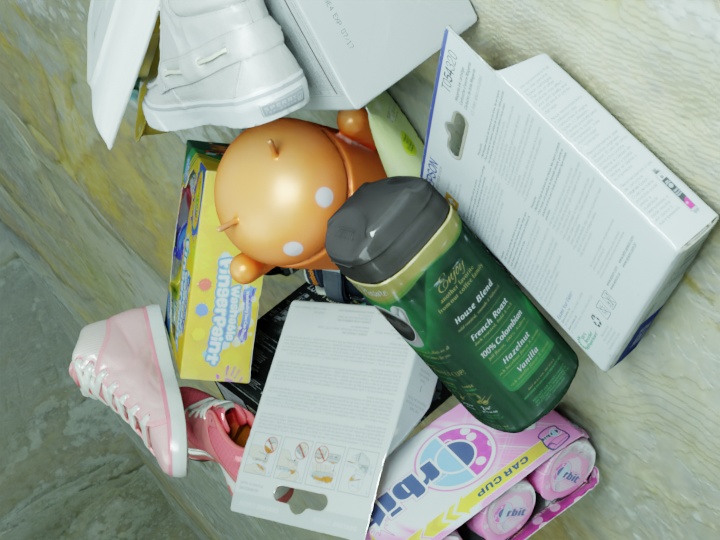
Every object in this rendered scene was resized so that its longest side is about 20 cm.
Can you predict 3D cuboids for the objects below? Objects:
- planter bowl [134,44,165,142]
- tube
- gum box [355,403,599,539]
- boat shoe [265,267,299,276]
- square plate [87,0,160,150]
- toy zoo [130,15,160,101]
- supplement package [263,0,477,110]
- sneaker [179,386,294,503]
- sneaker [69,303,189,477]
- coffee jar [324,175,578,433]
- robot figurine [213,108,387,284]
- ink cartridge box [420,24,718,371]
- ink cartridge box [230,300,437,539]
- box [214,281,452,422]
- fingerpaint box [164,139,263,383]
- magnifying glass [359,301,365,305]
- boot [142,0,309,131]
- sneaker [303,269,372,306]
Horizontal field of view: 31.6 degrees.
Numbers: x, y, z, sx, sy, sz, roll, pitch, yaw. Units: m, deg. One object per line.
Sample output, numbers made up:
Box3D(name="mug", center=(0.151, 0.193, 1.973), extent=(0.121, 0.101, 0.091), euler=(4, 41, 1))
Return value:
Box3D(name="planter bowl", center=(-0.122, -0.194, 1.028), extent=(0.082, 0.203, 0.200), euler=(12, 168, -15))
Box3D(name="tube", center=(0.053, -0.052, 0.980), extent=(0.058, 0.052, 0.201), euler=(6, 130, 59))
Box3D(name="gum box", center=(0.094, 0.181, 1.073), extent=(0.113, 0.199, 0.067), euler=(39, 159, 52))
Box3D(name="boat shoe", center=(-0.096, -0.030, 1.341), extent=(0.072, 0.067, 0.200), euler=(57, 162, -18))
Box3D(name="square plate", center=(-0.165, -0.221, 0.919), extent=(0.201, 0.028, 0.199), euler=(-106, 35, -53))
Box3D(name="toy zoo", center=(-0.164, -0.231, 1.011), extent=(0.020, 0.203, 0.131), euler=(11, 167, -14))
Box3D(name="supplement package", center=(-0.034, -0.184, 0.864), extent=(0.199, 0.109, 0.114), euler=(13, 137, 61))
Box3D(name="sneaker", center=(-0.136, 0.156, 1.282), extent=(0.199, 0.073, 0.088), euler=(32, 137, 40))
Box3D(name="sneaker", center=(-0.229, 0.125, 1.255), extent=(0.076, 0.103, 0.202), euler=(96, 159, -49))
Box3D(name="coffee jar", center=(0.064, 0.021, 0.924), extent=(0.200, 0.085, 0.104), euler=(47, 168, -20))
Box3D(name="robot figurine", center=(-0.040, -0.057, 1.009), extent=(0.142, 0.199, 0.118), euler=(-12, 83, 27))
Box3D(name="ink cartridge box", center=(0.125, -0.049, 0.832), extent=(0.200, 0.043, 0.197), euler=(49, 162, 17))
Box3D(name="ink cartridge box", center=(-0.018, 0.129, 1.110), extent=(0.159, 0.202, 0.047), euler=(3, 160, 39))
Box3D(name="box", center=(-0.036, 0.109, 1.292), extent=(0.199, 0.163, 0.087), euler=(27, 149, 50))
Box3D(name="fingerpaint box", center=(-0.142, -0.013, 1.249), extent=(0.167, 0.072, 0.202), euler=(-131, 48, -69))
Box3D(name="magnifying glass", center=(-0.025, 0.098, 1.190), extent=(0.079, 0.200, 0.022), euler=(24, 155, 47))
Box3D(name="boot", center=(-0.102, -0.148, 0.834), extent=(0.199, 0.073, 0.097), euler=(8, 123, 58))
Box3D(name="sneaker", center=(0.000, 0.000, 1.154), extent=(0.200, 0.079, 0.079), euler=(38, 155, 33))
